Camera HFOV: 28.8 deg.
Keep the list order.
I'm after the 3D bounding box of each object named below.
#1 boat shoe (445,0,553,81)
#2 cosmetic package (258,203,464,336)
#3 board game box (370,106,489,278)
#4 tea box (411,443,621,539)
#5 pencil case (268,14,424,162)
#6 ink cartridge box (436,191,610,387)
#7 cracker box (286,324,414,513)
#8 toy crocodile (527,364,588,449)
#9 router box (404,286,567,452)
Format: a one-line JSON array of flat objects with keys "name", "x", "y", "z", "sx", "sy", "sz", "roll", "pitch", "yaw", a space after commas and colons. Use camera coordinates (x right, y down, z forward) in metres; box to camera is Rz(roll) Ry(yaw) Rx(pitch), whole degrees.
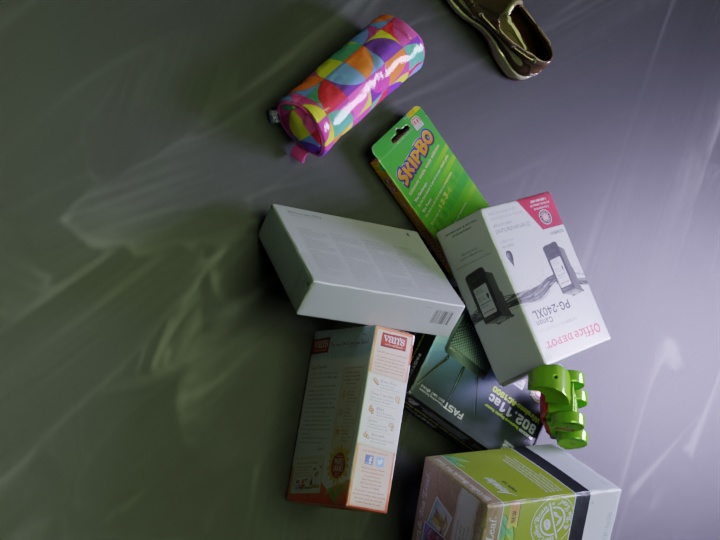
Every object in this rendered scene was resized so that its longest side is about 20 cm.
[{"name": "boat shoe", "x": 0.174, "y": -0.333, "z": 1.766, "sx": 0.202, "sy": 0.075, "sz": 0.075, "roll": 47, "pitch": 64, "yaw": -19}, {"name": "cosmetic package", "x": 0.000, "y": 0.000, "z": 1.585, "sx": 0.200, "sy": 0.151, "sz": 0.052, "roll": 10, "pitch": 123, "yaw": -30}, {"name": "board game box", "x": 0.093, "y": -0.096, "z": 1.719, "sx": 0.096, "sy": 0.030, "sz": 0.200, "roll": -45, "pitch": 111, "yaw": -28}, {"name": "tea box", "x": 0.171, "y": 0.323, "z": 1.626, "sx": 0.197, "sy": 0.134, "sz": 0.200, "roll": -2, "pitch": 109, "yaw": -30}, {"name": "pencil case", "x": -0.013, "y": -0.216, "z": 1.638, "sx": 0.200, "sy": 0.088, "sz": 0.088, "roll": -43, "pitch": 107, "yaw": -25}, {"name": "ink cartridge box", "x": 0.197, "y": 0.021, "z": 1.676, "sx": 0.145, "sy": 0.083, "sz": 0.200, "roll": -16, "pitch": 81, "yaw": -46}, {"name": "cracker box", "x": -0.012, "y": 0.165, "z": 1.564, "sx": 0.058, "sy": 0.134, "sz": 0.200, "roll": 15, "pitch": 77, "yaw": -29}, {"name": "toy crocodile", "x": 0.236, "y": 0.164, "z": 1.654, "sx": 0.062, "sy": 0.200, "sz": 0.068, "roll": -2, "pitch": 68, "yaw": 12}, {"name": "router box", "x": 0.141, "y": 0.134, "z": 1.703, "sx": 0.200, "sy": 0.062, "sz": 0.150, "roll": 36, "pitch": 68, "yaw": -24}]
